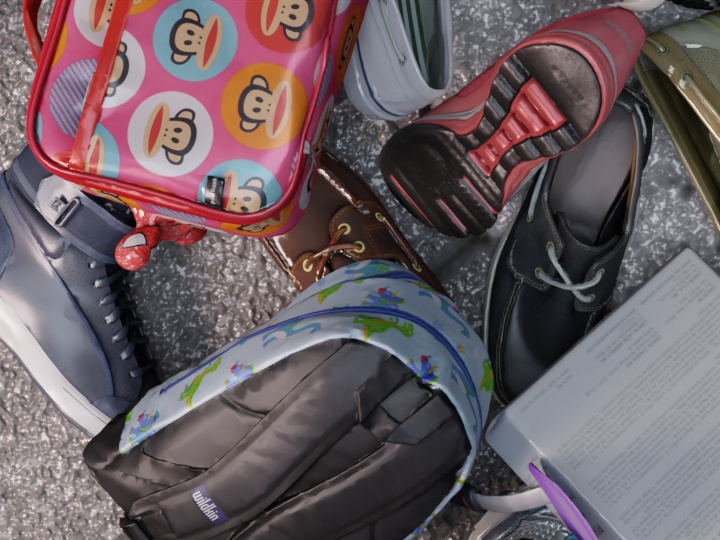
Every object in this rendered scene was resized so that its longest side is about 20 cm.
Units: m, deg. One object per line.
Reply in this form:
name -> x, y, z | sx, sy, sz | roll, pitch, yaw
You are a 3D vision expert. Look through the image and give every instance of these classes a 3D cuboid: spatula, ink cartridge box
spatula -> 0.078, 0.126, 1.060 | 0.021, 0.199, 0.057 | -42, 110, -21
ink cartridge box -> 0.192, 0.109, 1.057 | 0.160, 0.047, 0.200 | -38, 79, -25

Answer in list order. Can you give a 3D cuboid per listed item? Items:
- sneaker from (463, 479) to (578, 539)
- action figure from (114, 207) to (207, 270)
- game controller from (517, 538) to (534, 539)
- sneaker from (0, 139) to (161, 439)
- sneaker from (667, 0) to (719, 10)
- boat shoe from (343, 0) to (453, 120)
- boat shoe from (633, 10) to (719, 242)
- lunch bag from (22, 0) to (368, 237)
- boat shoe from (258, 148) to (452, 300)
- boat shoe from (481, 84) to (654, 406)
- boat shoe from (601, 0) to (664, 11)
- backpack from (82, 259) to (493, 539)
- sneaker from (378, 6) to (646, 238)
sneaker -> 0.148, 0.155, 1.091 | 0.198, 0.087, 0.078 | -26, 135, 7
action figure -> -0.070, -0.079, 1.066 | 0.200, 0.052, 0.065 | -51, 121, -12
game controller -> 0.069, 0.200, 1.075 | 0.103, 0.201, 0.042 | 5, 59, 11
sneaker -> -0.136, 0.007, 1.106 | 0.146, 0.077, 0.202 | -43, 93, 9
sneaker -> 0.180, -0.193, 1.063 | 0.198, 0.077, 0.086 | 8, 93, 2
boat shoe -> 0.022, -0.187, 1.058 | 0.073, 0.066, 0.202 | -12, 93, -40
boat shoe -> 0.211, -0.044, 1.067 | 0.063, 0.073, 0.203 | -19, 89, -21
lunch bag -> -0.091, -0.129, 0.998 | 0.174, 0.082, 0.202 | 14, 84, 9
boat shoe -> 0.000, 0.000, 1.101 | 0.070, 0.070, 0.200 | -44, 92, 9
boat shoe -> 0.117, -0.010, 1.095 | 0.071, 0.068, 0.202 | 18, 100, -1
boat shoe -> 0.089, -0.204, 1.021 | 0.074, 0.060, 0.200 | -56, 51, 19
backpack -> -0.022, 0.087, 1.032 | 0.163, 0.154, 0.200 | 46, 132, -8
sneaker -> 0.089, -0.083, 1.058 | 0.074, 0.087, 0.200 | 53, 141, -4
